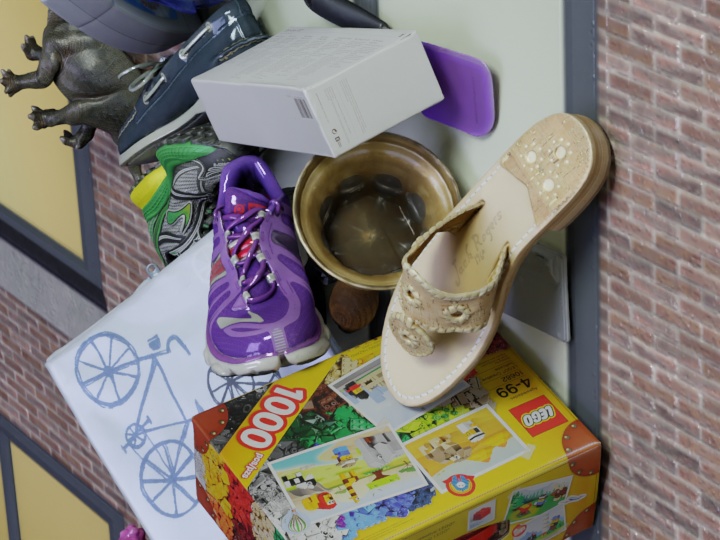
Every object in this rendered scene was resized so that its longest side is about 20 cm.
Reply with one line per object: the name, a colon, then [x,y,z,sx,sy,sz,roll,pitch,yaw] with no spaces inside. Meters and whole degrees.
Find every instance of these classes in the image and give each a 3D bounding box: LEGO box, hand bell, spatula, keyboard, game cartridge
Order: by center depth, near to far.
LEGO box: [0.020,0.121,1.550,0.149,0.199,0.077,47,150,39]
keyboard: [0.068,-0.009,1.602,0.200,0.011,0.057,26,132,54]
spatula: [0.019,-0.138,1.604,0.200,0.020,0.057,39,145,48]
hand bell: [0.000,0.000,1.652,0.104,0.104,0.200,63,165,17]
game cartridge: [-0.176,-0.215,1.766,0.040,0.200,0.134,-24,79,18]

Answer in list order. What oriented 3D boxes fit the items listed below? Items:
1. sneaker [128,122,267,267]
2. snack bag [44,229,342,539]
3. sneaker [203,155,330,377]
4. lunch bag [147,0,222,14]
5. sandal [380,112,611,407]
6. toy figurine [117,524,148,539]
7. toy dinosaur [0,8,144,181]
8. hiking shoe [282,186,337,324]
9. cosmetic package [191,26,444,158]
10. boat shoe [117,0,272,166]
sneaker: [-0.101,-0.052,1.812,0.086,0.078,0.200,68,159,11]
snack bag: [-0.099,0.079,1.742,0.200,0.021,0.189,-39,73,17]
sneaker: [-0.070,-0.004,1.626,0.200,0.080,0.084,-106,4,-56]
lunch bag: [-0.141,-0.279,1.693,0.200,0.123,0.171,75,172,-71]
sandal: [0.054,-0.009,1.475,0.212,0.069,0.078,-52,58,26]
toy figurine: [-0.111,0.207,1.804,0.150,0.184,0.201,0,117,58]
toy dinosaur: [-0.200,-0.139,1.927,0.102,0.077,0.201,-15,107,29]
hiking shoe: [-0.073,0.037,1.800,0.101,0.075,0.200,60,148,28]
cosmetic package: [-0.029,-0.112,1.608,0.051,0.082,0.200,64,162,-16]
boat shoe: [-0.121,-0.127,1.801,0.200,0.075,0.062,-36,75,58]
